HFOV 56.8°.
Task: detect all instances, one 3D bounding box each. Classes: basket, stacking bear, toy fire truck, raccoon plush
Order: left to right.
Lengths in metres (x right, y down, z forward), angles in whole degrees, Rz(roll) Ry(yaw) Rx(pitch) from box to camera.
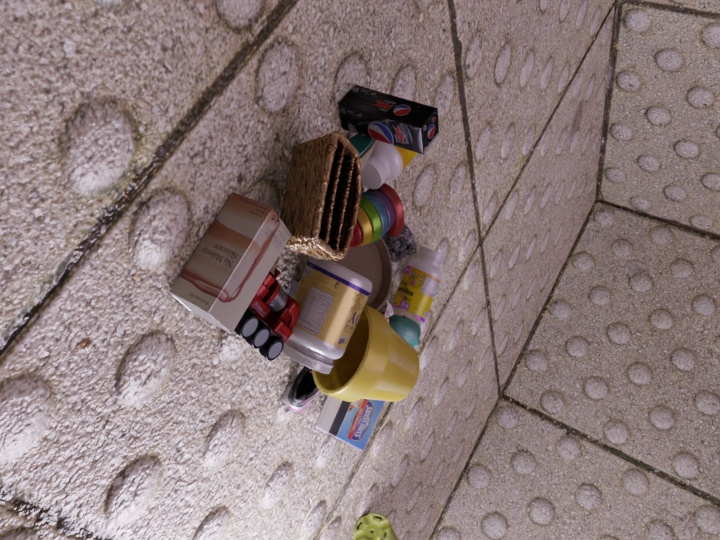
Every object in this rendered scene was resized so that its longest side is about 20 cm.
[{"bbox_3d":[-0.171,0.031,1.232,0.202,0.127,0.177,-51,150,-11],"label":"toy fire truck"},{"bbox_3d":[-0.050,-0.125,1.203,0.140,0.147,0.207,18,78,-35],"label":"basket"},{"bbox_3d":[-0.009,-0.098,1.432,0.198,0.122,0.114,-33,165,-31],"label":"stacking bear"},{"bbox_3d":[0.047,-0.075,1.618,0.133,0.096,0.204,-37,113,-24],"label":"raccoon plush"}]

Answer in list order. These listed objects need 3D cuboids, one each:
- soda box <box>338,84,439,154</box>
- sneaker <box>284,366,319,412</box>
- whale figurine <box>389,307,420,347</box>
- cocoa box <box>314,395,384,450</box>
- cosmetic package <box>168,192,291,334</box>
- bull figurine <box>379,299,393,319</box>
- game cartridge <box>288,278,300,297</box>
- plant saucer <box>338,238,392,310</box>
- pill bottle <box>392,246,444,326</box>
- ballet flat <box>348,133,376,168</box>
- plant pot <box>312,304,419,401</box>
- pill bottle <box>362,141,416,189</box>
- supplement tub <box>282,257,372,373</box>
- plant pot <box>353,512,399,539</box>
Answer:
[{"bbox_3d":[0.054,-0.296,1.303,0.071,0.196,0.064,-50,148,-29],"label":"soda box"},{"bbox_3d":[-0.093,0.228,1.504,0.203,0.079,0.087,-58,179,-22],"label":"sneaker"},{"bbox_3d":[0.084,0.187,1.760,0.202,0.154,0.106,116,-13,-50],"label":"whale figurine"},{"bbox_3d":[-0.022,0.331,1.611,0.200,0.128,0.136,88,27,-85],"label":"cocoa box"},{"bbox_3d":[-0.215,-0.014,1.113,0.204,0.101,0.088,-62,151,-17],"label":"cosmetic package"},{"bbox_3d":[0.023,0.145,1.647,0.065,0.119,0.205,-36,139,-45],"label":"bull figurine"},{"bbox_3d":[-0.101,0.084,1.471,0.198,0.037,0.134,-2,106,-62],"label":"game cartridge"},{"bbox_3d":[0.000,0.000,1.519,0.197,0.029,0.207,7,80,-45],"label":"plant saucer"},{"bbox_3d":[0.161,0.043,1.836,0.104,0.102,0.205,28,84,-63],"label":"pill bottle"},{"bbox_3d":[-0.036,-0.207,1.351,0.199,0.069,0.071,-42,144,-27],"label":"ballet flat"},{"bbox_3d":[0.023,0.195,1.442,0.186,0.199,0.206,27,85,-33],"label":"plant pot"},{"bbox_3d":[0.069,-0.269,1.455,0.201,0.102,0.106,-51,149,-31],"label":"pill bottle"},{"bbox_3d":[-0.075,0.087,1.340,0.205,0.143,0.145,-66,153,-1],"label":"supplement tub"},{"bbox_3d":[0.055,0.918,2.216,0.200,0.196,0.188,-44,133,-38],"label":"plant pot"}]
